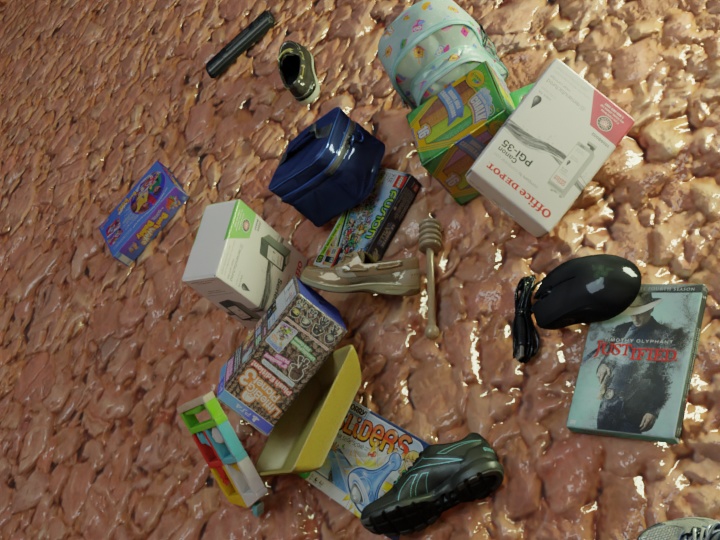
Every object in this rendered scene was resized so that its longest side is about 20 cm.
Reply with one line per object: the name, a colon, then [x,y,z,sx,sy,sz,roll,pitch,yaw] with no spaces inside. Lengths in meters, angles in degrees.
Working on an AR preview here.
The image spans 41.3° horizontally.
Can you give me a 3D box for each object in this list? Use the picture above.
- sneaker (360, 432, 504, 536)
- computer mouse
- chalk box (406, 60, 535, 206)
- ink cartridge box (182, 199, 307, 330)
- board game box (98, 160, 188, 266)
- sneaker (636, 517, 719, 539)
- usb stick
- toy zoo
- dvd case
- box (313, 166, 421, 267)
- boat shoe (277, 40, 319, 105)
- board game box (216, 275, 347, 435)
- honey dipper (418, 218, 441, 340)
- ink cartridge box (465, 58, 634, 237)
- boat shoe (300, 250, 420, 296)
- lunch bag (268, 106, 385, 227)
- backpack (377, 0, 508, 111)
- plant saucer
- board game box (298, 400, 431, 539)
sneaker: [0.089,0.280,1.245,0.198,0.076,0.080,-25,45,5]
computer mouse: [0.271,0.033,1.254,0.199,0.052,0.140,-24,44,40]
chalk box: [0.192,-0.222,1.474,0.199,0.124,0.125,-33,44,20]
ink cartridge box: [-0.188,-0.001,1.602,0.083,0.200,0.147,-7,57,35]
board game box: [-0.469,-0.124,2.055,0.200,0.045,0.135,-48,41,5]
sneaker: [0.373,0.286,0.982,0.198,0.085,0.078,-5,59,40]
usb stick: [-0.274,-0.513,2.166,0.199,0.033,0.056,-39,36,15]
toy zoo: [-0.203,0.283,1.443,0.020,0.202,0.131,-30,2,-31]
dvd case: [0.342,0.110,1.183,0.145,0.022,0.202,0,61,42]
box: [0.011,-0.077,1.600,0.109,0.035,0.202,18,75,47]
boat shoe: [-0.135,-0.419,1.952,0.071,0.060,0.202,-37,43,15]
board game box: [-0.123,0.126,1.476,0.201,0.096,0.159,-51,11,4]
honey dipper: [0.106,0.013,1.452,0.038,0.038,0.202,-19,52,31]
ink cartridge box: [0.265,-0.169,1.349,0.201,0.146,0.083,-52,-2,-2]
boat shoe: [0.000,0.000,1.488,0.197,0.071,0.066,3,98,20]
lunch bag: [-0.061,-0.181,1.623,0.199,0.132,0.137,-28,35,48]
backpack: [0.131,-0.332,1.549,0.175,0.200,0.154,-33,45,18]
plant saucer: [-0.071,0.219,1.401,0.202,0.048,0.200,-63,14,-22]
board game box: [0.011,0.275,1.352,0.199,0.034,0.136,20,77,48]
